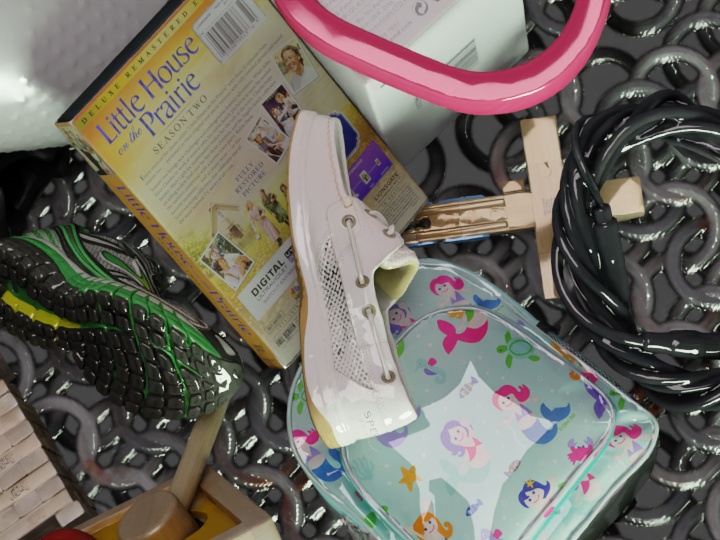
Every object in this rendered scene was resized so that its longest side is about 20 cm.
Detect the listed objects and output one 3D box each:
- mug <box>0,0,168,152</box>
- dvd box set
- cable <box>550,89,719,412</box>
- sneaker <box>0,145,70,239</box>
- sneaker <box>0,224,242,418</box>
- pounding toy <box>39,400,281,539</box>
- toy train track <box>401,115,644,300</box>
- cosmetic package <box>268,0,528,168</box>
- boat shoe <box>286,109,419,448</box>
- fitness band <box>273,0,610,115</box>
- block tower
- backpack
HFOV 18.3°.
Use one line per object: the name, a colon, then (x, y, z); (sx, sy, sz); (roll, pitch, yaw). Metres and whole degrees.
mug: (-0.173, -0.162, 1.336); (0.174, 0.200, 0.148); (-6, 61, -36)
dvd box set: (-0.066, -0.063, 1.314); (0.200, 0.029, 0.147); (49, 67, -22)
cable: (0.194, -0.013, 1.357); (0.200, 0.051, 0.163); (42, 91, -5)
sneaker: (-0.275, -0.049, 1.420); (0.199, 0.077, 0.111); (-36, 67, -8)
sneaker: (-0.141, 0.019, 1.354); (0.199, 0.079, 0.085); (31, 43, 34)
pounding toy: (-0.114, 0.173, 1.294); (0.199, 0.184, 0.143); (-26, 104, -14)
toy train track: (0.077, -0.031, 1.396); (0.198, 0.033, 0.116); (-7, 76, 4)
cosmetic package: (-0.007, -0.193, 1.356); (0.123, 0.199, 0.200); (-42, 78, -3)
boat shoe: (0.000, 0.000, 1.263); (0.069, 0.071, 0.202); (-11, 69, 10)
fitness band: (0.041, -0.168, 1.227); (0.199, 0.037, 0.145); (24, 85, 11)
block tower: (-0.239, 0.086, 1.400); (0.058, 0.054, 0.201); (-34, 76, -1)
backpack: (0.056, 0.096, 1.321); (0.200, 0.151, 0.178); (41, 85, 18)
